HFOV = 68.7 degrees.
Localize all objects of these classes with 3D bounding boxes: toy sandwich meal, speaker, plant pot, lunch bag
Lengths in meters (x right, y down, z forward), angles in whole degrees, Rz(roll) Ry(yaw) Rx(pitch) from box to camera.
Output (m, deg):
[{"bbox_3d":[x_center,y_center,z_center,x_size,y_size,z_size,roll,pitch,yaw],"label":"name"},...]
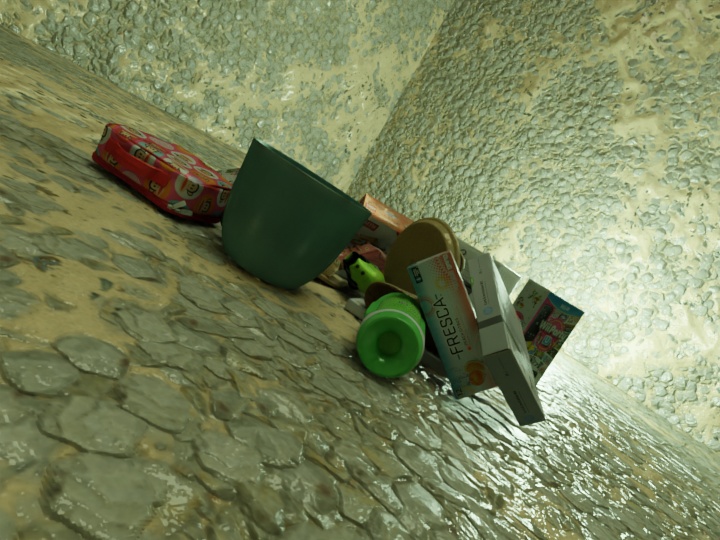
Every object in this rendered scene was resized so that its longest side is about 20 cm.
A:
[{"bbox_3d":[0.115,0.003,0.948,0.070,0.206,0.205,14,16,-36],"label":"toy sandwich meal"},{"bbox_3d":[0.045,0.080,0.709,0.088,0.089,0.200,31,8,4],"label":"speaker"},{"bbox_3d":[-0.109,-0.072,0.776,0.200,0.161,0.201,32,9,-5],"label":"plant pot"},{"bbox_3d":[-0.312,-0.155,0.835,0.199,0.082,0.176,33,9,12],"label":"lunch bag"}]

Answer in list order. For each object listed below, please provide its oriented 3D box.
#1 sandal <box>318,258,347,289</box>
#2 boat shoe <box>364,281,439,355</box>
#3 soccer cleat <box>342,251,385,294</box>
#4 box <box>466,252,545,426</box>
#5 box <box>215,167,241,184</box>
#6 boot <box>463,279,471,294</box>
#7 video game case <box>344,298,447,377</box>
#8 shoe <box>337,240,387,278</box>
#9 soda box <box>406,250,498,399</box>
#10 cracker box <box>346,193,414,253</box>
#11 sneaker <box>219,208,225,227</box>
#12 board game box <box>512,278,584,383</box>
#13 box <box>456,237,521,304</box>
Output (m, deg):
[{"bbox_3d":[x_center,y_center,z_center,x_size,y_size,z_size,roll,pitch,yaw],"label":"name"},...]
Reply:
[{"bbox_3d":[-0.069,-0.020,0.954,0.077,0.070,0.211,36,9,31],"label":"sandal"},{"bbox_3d":[0.102,0.077,0.849,0.199,0.073,0.072,26,8,15],"label":"boat shoe"},{"bbox_3d":[0.000,0.000,0.999,0.081,0.067,0.200,51,-4,-8],"label":"soccer cleat"},{"bbox_3d":[0.207,0.094,0.760,0.156,0.041,0.201,57,24,-33],"label":"box"},{"bbox_3d":[-0.272,-0.169,1.038,0.109,0.035,0.200,-9,20,-12],"label":"box"},{"bbox_3d":[0.195,0.086,1.059,0.199,0.132,0.070,31,7,2],"label":"boot"},{"bbox_3d":[0.085,0.108,0.914,0.199,0.022,0.182,34,9,17],"label":"video game case"},{"bbox_3d":[-0.019,-0.032,1.130,0.199,0.091,0.071,29,8,-13],"label":"shoe"},{"bbox_3d":[0.133,0.075,0.754,0.064,0.068,0.201,-15,84,-79],"label":"soda box"},{"bbox_3d":[0.010,-0.073,1.188,0.133,0.200,0.058,28,52,-21],"label":"cracker box"},{"bbox_3d":[-0.192,-0.079,0.920,0.104,0.060,0.200,34,5,32],"label":"sneaker"},{"bbox_3d":[0.360,0.136,1.110,0.147,0.201,0.064,24,10,-36],"label":"board game box"},{"bbox_3d":[0.258,0.039,1.339,0.199,0.201,0.171,35,7,34],"label":"box"}]
